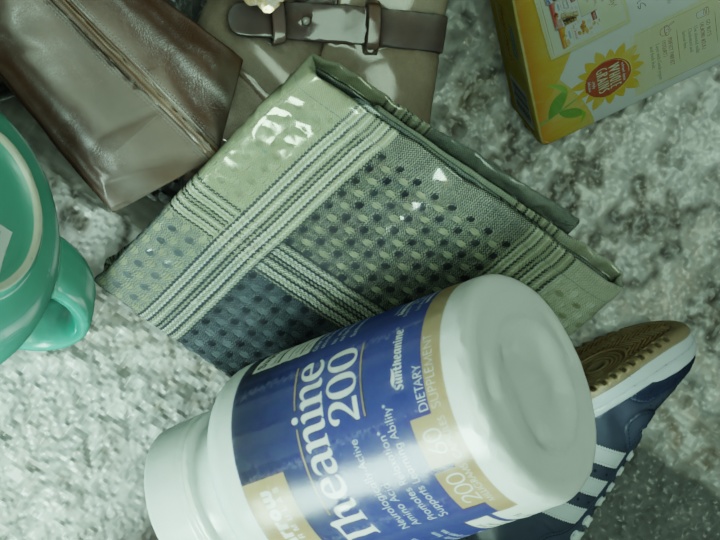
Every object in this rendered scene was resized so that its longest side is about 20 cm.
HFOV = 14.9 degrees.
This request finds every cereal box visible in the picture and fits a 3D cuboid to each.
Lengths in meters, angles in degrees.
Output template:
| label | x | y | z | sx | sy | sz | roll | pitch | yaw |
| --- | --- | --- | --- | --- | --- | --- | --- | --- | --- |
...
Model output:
| label | x | y | z | sx | sy | sz | roll | pitch | yaw |
| --- | --- | --- | --- | --- | --- | --- | --- | --- | --- |
| cereal box | 0.160 | -0.159 | 1.355 | 0.200 | 0.040 | 0.144 | -26 | 139 | -9 |

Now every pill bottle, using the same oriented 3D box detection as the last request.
| label | x | y | z | sx | sy | sz | roll | pitch | yaw |
| --- | --- | --- | --- | --- | --- | --- | --- | --- | --- |
| pill bottle | 0.000 | 0.083 | 1.287 | 0.200 | 0.111 | 0.111 | -22 | 97 | 31 |

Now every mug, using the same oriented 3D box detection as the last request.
| label | x | y | z | sx | sy | sz | roll | pitch | yaw |
| --- | --- | --- | --- | --- | --- | --- | --- | --- | --- |
| mug | -0.204 | -0.020 | 1.275 | 0.185 | 0.114 | 0.152 | -22 | 91 | -47 |

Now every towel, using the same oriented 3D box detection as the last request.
| label | x | y | z | sx | sy | sz | roll | pitch | yaw |
| --- | --- | --- | --- | --- | --- | --- | --- | --- | --- |
| towel | 0.000 | 0.000 | 1.313 | 0.193 | 0.200 | 0.035 | 35 | 42 | -16 |

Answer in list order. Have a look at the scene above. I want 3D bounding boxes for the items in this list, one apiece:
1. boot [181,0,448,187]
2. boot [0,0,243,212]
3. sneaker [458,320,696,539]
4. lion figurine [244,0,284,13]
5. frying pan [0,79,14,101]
| label | x | y | z | sx | sy | sz | roll | pitch | yaw |
| --- | --- | --- | --- | --- | --- | --- | --- | --- | --- |
| boot | 0.009 | -0.077 | 1.359 | 0.200 | 0.070 | 0.146 | 24 | 86 | -10 |
| boot | -0.115 | -0.151 | 1.307 | 0.200 | 0.064 | 0.186 | 42 | 88 | -1 |
| sneaker | 0.103 | 0.116 | 1.383 | 0.200 | 0.070 | 0.109 | -35 | 105 | -12 |
| lion figurine | -0.059 | -0.230 | 1.293 | 0.072 | 0.122 | 0.200 | -18 | 76 | -44 |
| frying pan | -0.209 | -0.167 | 1.335 | 0.115 | 0.031 | 0.190 | -28 | 85 | -14 |
